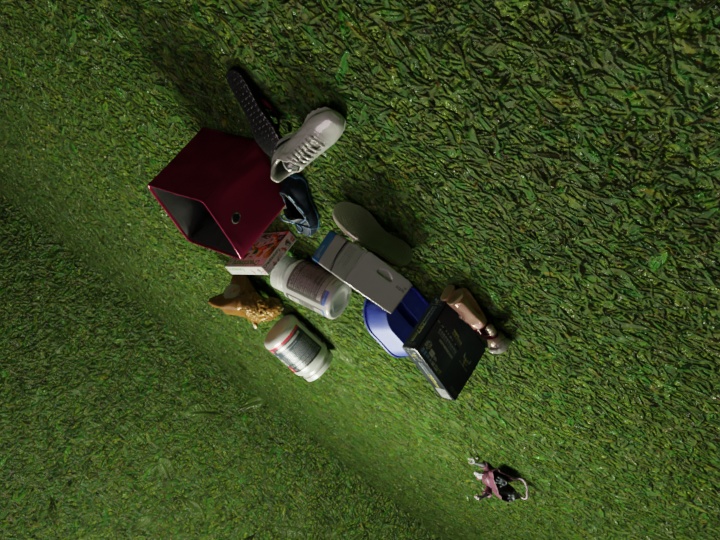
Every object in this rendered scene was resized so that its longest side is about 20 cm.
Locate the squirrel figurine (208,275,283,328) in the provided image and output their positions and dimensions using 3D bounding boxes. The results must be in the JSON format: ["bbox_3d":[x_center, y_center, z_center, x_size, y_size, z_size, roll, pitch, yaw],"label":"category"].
[{"bbox_3d":[-0.349,0.120,2.264,0.200,0.142,0.187,21,158,36],"label":"squirrel figurine"}]

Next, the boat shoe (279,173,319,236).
[{"bbox_3d":[-0.153,-0.141,1.616,0.084,0.069,0.200,21,152,29],"label":"boat shoe"}]

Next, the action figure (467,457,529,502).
[{"bbox_3d":[0.442,0.683,2.321,0.149,0.134,0.200,-3,177,-15],"label":"action figure"}]

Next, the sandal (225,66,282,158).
[{"bbox_3d":[-0.198,-0.317,1.407,0.075,0.045,0.200,-4,120,47],"label":"sandal"}]

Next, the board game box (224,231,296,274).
[{"bbox_3d":[-0.267,-0.045,1.867,0.200,0.126,0.035,0,138,52],"label":"board game box"}]

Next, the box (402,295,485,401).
[{"bbox_3d":[0.197,0.180,1.626,0.051,0.158,0.200,6,141,46],"label":"box"}]

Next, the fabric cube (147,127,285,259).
[{"bbox_3d":[-0.318,-0.177,1.612,0.200,0.199,0.196,18,149,35],"label":"fabric cube"}]

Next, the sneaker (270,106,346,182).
[{"bbox_3d":[-0.100,-0.233,1.329,0.076,0.081,0.200,36,140,-21],"label":"sneaker"}]

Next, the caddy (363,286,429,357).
[{"bbox_3d":[0.092,0.119,1.678,0.105,0.141,0.200,-7,131,50],"label":"caddy"}]

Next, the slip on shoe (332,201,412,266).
[{"bbox_3d":[0.021,-0.073,1.516,0.200,0.074,0.061,35,159,-9],"label":"slip on shoe"}]

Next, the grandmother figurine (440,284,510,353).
[{"bbox_3d":[0.264,0.116,1.555,0.200,0.061,0.121,45,-178,-24],"label":"grandmother figurine"}]

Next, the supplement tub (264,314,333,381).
[{"bbox_3d":[-0.201,0.253,2.295,0.200,0.140,0.140,45,154,-18],"label":"supplement tub"}]

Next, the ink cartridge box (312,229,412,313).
[{"bbox_3d":[0.000,0.000,1.547,0.145,0.084,0.200,35,179,-28],"label":"ink cartridge box"}]

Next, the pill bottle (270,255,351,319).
[{"bbox_3d":[-0.133,0.039,1.859,0.200,0.114,0.114,25,153,24],"label":"pill bottle"}]
